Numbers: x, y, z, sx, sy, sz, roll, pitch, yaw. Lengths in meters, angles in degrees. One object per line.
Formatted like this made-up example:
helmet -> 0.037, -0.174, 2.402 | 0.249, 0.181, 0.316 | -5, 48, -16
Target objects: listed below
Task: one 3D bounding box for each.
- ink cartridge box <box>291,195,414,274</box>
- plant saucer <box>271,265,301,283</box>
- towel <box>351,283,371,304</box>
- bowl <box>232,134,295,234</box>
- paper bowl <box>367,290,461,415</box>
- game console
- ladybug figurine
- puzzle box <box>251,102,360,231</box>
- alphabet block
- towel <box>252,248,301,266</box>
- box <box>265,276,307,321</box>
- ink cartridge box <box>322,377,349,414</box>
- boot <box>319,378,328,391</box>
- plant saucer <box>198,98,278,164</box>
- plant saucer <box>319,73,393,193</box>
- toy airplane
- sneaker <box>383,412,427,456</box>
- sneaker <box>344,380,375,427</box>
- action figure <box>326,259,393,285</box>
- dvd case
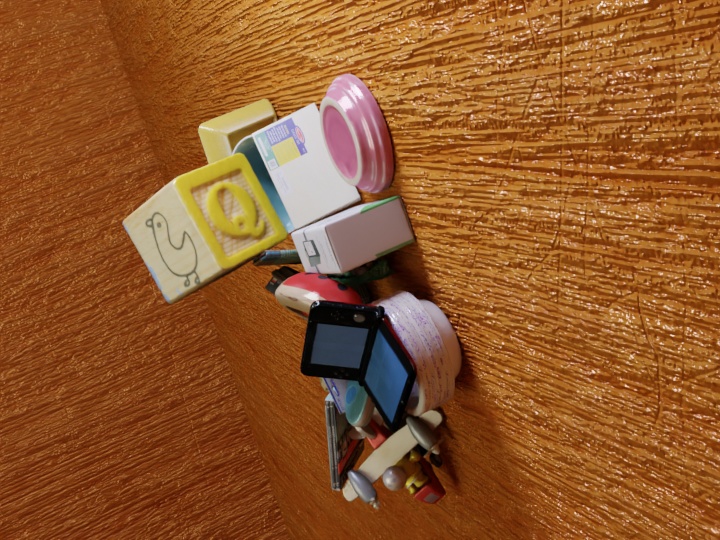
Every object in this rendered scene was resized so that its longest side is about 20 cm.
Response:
ink cartridge box -> -0.017, -0.058, 1.517 | 0.085, 0.145, 0.200 | 69, 162, -7
plant saucer -> -0.083, 0.043, 1.744 | 0.199, 0.030, 0.200 | 30, -178, -1
towel -> -0.006, 0.112, 1.837 | 0.200, 0.034, 0.195 | 3, 114, 70
bowl -> -0.150, -0.181, 1.743 | 0.199, 0.105, 0.203 | 19, 123, 31
paper bowl -> 0.093, 0.130, 1.483 | 0.201, 0.103, 0.202 | 52, 155, 37
game console -> -0.009, 0.158, 1.435 | 0.201, 0.170, 0.120 | 103, 171, -48
ladybug figurine -> -0.063, 0.052, 1.522 | 0.199, 0.073, 0.135 | 16, 166, 46
puzzle box -> -0.099, -0.189, 1.618 | 0.025, 0.132, 0.202 | 61, -177, -79
alphabet block -> -0.296, -0.080, 1.708 | 0.199, 0.196, 0.197 | -28, 94, 43
towel -> -0.097, -0.030, 1.694 | 0.147, 0.197, 0.022 | 158, 108, -71
box -> -0.090, 0.089, 1.799 | 0.199, 0.038, 0.137 | 30, 171, 43
ink cartridge box -> 0.005, 0.202, 1.661 | 0.039, 0.199, 0.100 | -41, 70, 44
boot -> -0.039, 0.230, 1.889 | 0.155, 0.071, 0.202 | 106, 147, -55
plant saucer -> -0.218, -0.233, 1.835 | 0.048, 0.199, 0.202 | 1, 115, 43
plant saucer -> -0.014, -0.220, 1.476 | 0.201, 0.050, 0.202 | 52, 155, 37
toy airplane -> 0.061, 0.350, 1.662 | 0.141, 0.196, 0.202 | -69, -21, -68
sneaker -> 0.073, 0.271, 1.771 | 0.201, 0.075, 0.116 | 52, -165, -11
sneaker -> 0.048, 0.203, 1.612 | 0.079, 0.130, 0.202 | -26, 43, 48
action figure -> 0.000, 0.000, 1.630 | 0.199, 0.117, 0.055 | -3, 96, 61
dvd case -> -0.028, 0.299, 1.720 | 0.022, 0.146, 0.202 | 6, 116, 18
